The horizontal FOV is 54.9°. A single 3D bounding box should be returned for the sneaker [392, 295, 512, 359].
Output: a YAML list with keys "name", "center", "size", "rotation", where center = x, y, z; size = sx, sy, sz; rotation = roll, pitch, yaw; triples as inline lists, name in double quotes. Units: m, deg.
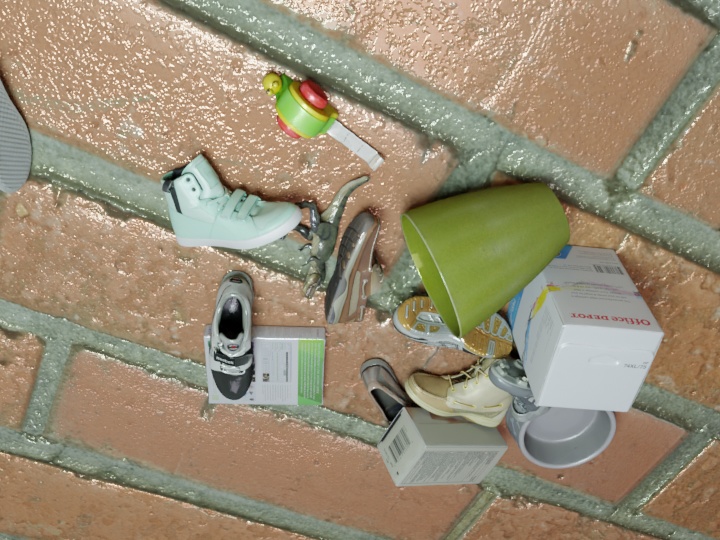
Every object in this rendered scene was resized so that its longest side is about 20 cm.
- name: "sneaker"
  center: [0.143, 0.088, 1.090]
  size: [0.195, 0.078, 0.088]
  rotation: [19, 163, -11]

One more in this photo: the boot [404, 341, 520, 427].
- name: "boot"
  center: [0.185, 0.173, 1.146]
  size: [0.196, 0.074, 0.157]
  rotation: [19, 121, -17]

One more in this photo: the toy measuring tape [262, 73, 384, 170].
- name: "toy measuring tape"
  center: [-0.046, -0.184, 0.901]
  size: [0.198, 0.074, 0.074]
  rotation: [36, 116, -23]

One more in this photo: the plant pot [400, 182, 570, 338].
- name: "plant pot"
  center: [0.181, -0.037, 0.963]
  size: [0.196, 0.188, 0.190]
  rotation: [-26, 123, -4]

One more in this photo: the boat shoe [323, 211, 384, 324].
- name: "boat shoe"
  center: [0.000, 0.000, 1.028]
  size: [0.070, 0.077, 0.203]
  rotation: [9, 132, -13]

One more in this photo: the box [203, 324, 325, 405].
- name: "box"
  center: [-0.156, 0.158, 1.142]
  size: [0.194, 0.037, 0.147]
  rotation: [3, 123, -3]

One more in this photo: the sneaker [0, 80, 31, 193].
- name: "sneaker"
  center: [-0.487, -0.196, 0.884]
  size: [0.080, 0.074, 0.204]
  rotation: [18, 132, 21]

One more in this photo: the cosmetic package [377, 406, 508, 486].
- name: "cosmetic package"
  center: [0.140, 0.299, 1.178]
  size: [0.196, 0.088, 0.105]
  rotation: [13, 121, -36]

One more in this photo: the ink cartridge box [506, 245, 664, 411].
- name: "ink cartridge box"
  center: [0.317, 0.079, 1.014]
  size: [0.142, 0.202, 0.149]
  rotation: [5, 124, -6]

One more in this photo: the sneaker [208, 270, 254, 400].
- name: "sneaker"
  center: [-0.197, 0.112, 1.044]
  size: [0.072, 0.089, 0.206]
  rotation: [1, 107, -5]

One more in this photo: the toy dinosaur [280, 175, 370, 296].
- name: "toy dinosaur"
  center: [-0.064, -0.062, 1.000]
  size: [0.086, 0.048, 0.203]
  rotation: [16, 117, -17]

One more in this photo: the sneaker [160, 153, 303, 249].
- name: "sneaker"
  center: [-0.180, -0.097, 0.933]
  size: [0.195, 0.074, 0.121]
  rotation: [-3, 124, 17]

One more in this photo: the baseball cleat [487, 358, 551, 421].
- name: "baseball cleat"
  center: [0.256, 0.196, 1.088]
  size: [0.196, 0.070, 0.108]
  rotation: [14, 120, -37]

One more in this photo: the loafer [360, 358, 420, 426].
- name: "loafer"
  center: [0.060, 0.239, 1.188]
  size: [0.071, 0.063, 0.201]
  rotation: [-27, 121, 16]

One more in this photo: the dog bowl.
- name: "dog bowl"
  center: [0.360, 0.270, 1.228]
  size: [0.194, 0.059, 0.204]
  rotation: [-1, 124, -2]
